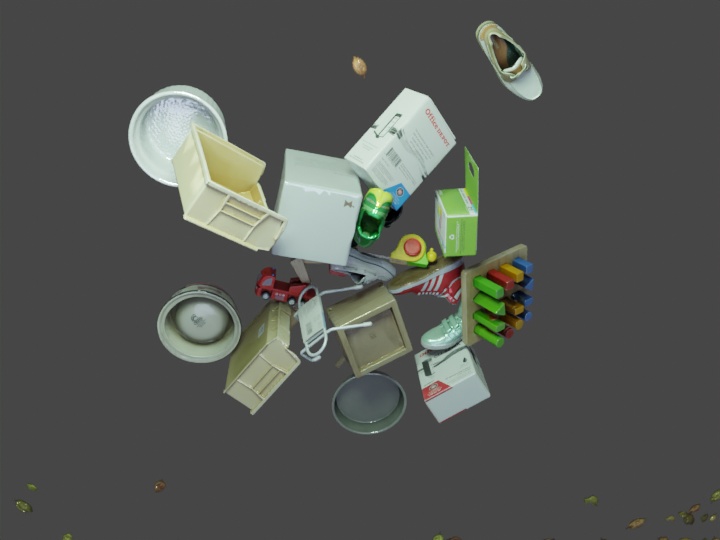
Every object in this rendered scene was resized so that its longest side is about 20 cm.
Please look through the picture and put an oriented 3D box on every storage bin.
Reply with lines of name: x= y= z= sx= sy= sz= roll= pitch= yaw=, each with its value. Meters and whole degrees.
storage bin: x=-0.224 y=0.192 z=1.742 sx=0.093 sy=0.201 sz=0.199 roll=36 pitch=110 yaw=-20
storage bin: x=-0.253 y=-0.156 z=1.432 sx=0.197 sy=0.201 sz=0.094 roll=25 pitch=117 yaw=-38

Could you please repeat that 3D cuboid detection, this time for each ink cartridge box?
ink cartridge box: x=0.223 y=0.257 z=1.821 sx=0.143 sy=0.201 sz=0.084 roll=-30 pitch=114 yaw=11
ink cartridge box: x=0.086 y=-0.253 z=1.541 sx=0.200 sy=0.084 sz=0.146 roll=-48 pitch=134 yaw=-6
ink cartridge box: x=0.211 y=-0.153 z=1.627 sx=0.075 sy=0.148 sz=0.203 roll=-4 pitch=118 yaw=-2

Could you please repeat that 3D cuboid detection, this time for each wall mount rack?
wall mount rack: x=-0.069 y=0.108 z=1.663 sx=0.173 sy=0.201 sz=0.074 roll=-36 pitch=132 yaw=21

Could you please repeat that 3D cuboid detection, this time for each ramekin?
ramekin: x=-0.372 y=-0.284 z=1.528 sx=0.197 sy=0.098 sz=0.203 roll=-3 pitch=119 yaw=-5

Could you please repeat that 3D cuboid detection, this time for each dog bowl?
dog bowl: x=-0.380 y=0.119 z=1.759 sx=0.197 sy=0.074 sz=0.203 roll=-2 pitch=119 yaw=-4

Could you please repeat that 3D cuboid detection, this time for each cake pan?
cake pan: x=0.022 y=0.343 z=1.938 sx=0.197 sy=0.037 sz=0.203 roll=-2 pitch=119 yaw=-4

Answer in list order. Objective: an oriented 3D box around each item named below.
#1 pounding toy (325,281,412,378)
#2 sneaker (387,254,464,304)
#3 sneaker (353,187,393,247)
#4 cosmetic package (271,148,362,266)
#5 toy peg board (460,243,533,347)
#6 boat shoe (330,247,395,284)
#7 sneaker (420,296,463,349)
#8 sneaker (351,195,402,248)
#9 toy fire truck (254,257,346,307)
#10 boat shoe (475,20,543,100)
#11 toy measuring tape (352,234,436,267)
pounding toy: x=0.009 y=0.157 z=1.798 sx=0.182 sy=0.142 sz=0.202 roll=-25 pitch=121 yaw=-7
sneaker: x=0.166 y=0.041 z=1.756 sx=0.198 sy=0.071 sz=0.114 roll=-22 pitch=119 yaw=-10
sneaker: x=0.012 y=-0.099 z=1.554 sx=0.073 sy=0.084 sz=0.200 roll=24 pitch=153 yaw=1
cosmetic package: x=-0.096 y=-0.138 z=1.575 sx=0.164 sy=0.201 sz=0.169 roll=9 pitch=117 yaw=-10
toy peg board: x=0.344 y=0.073 z=1.740 sx=0.197 sy=0.098 sz=0.202 roll=-22 pitch=122 yaw=-27
boat shoe: x=0.000 y=0.000 z=1.702 sx=0.198 sy=0.073 sz=0.068 roll=22 pitch=72 yaw=-37
sneaker: x=0.232 y=0.114 z=1.812 sx=0.198 sy=0.074 sz=0.119 roll=-21 pitch=125 yaw=-5
sneaker: x=0.024 y=-0.113 z=1.658 sx=0.070 sy=0.100 sz=0.200 roll=31 pitch=113 yaw=-22
toy fire truck: x=-0.140 y=0.014 z=1.739 sx=0.197 sy=0.049 sz=0.143 roll=14 pitch=116 yaw=-12
boat shoe: x=0.314 y=-0.426 z=1.533 sx=0.075 sy=0.069 sz=0.200 roll=-42 pitch=114 yaw=17
toy measuring tape: x=0.082 y=-0.055 z=1.718 sx=0.197 sy=0.074 sz=0.074 roll=9 pitch=118 yaw=1
